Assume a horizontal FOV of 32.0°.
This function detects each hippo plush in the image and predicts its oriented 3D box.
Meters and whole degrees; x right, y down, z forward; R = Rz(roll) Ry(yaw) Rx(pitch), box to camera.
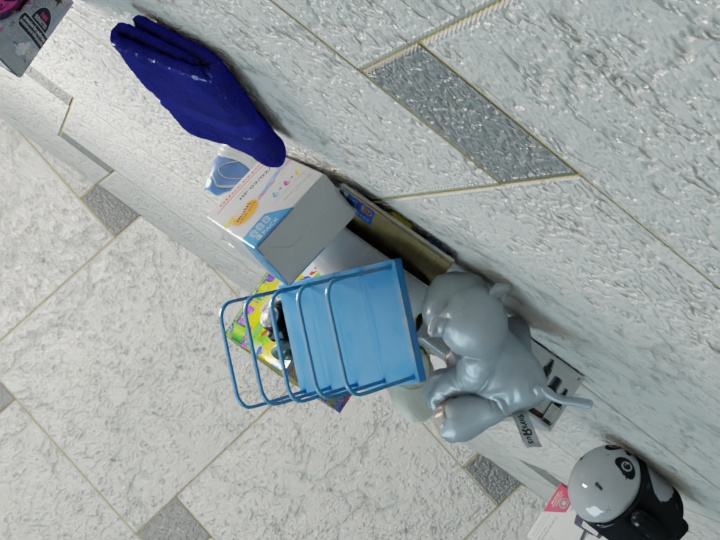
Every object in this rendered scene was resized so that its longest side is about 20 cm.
[{"bbox_3d":[0.119,0.094,1.386,0.161,0.159,0.200,53,-178,-32],"label":"hippo plush"}]

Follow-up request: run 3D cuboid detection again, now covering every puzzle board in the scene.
[{"bbox_3d":[0.038,-0.040,1.462,0.150,0.017,0.200,36,171,3],"label":"puzzle board"}]

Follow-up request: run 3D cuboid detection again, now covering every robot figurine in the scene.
[{"bbox_3d":[0.392,0.338,1.837,0.200,0.126,0.150,39,147,-27],"label":"robot figurine"}]

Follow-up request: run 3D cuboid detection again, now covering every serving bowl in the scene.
[{"bbox_3d":[0.000,0.000,1.569,0.199,0.066,0.200,35,-179,-1],"label":"serving bowl"}]

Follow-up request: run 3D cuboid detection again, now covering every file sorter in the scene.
[{"bbox_3d":[-0.049,0.077,1.423,0.122,0.140,0.199,-11,179,-45],"label":"file sorter"}]

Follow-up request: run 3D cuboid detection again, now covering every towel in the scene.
[{"bbox_3d":[-0.164,-0.189,1.325,0.147,0.050,0.200,23,167,25],"label":"towel"}]

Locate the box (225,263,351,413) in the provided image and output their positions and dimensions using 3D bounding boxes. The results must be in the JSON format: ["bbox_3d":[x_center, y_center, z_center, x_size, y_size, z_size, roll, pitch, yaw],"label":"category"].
[{"bbox_3d":[-0.060,0.065,1.805,0.122,0.201,0.192,39,171,-33],"label":"box"}]

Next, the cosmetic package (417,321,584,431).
[{"bbox_3d":[0.170,0.107,1.544,0.199,0.083,0.051,35,169,-4],"label":"cosmetic package"}]

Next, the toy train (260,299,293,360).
[{"bbox_3d":[-0.040,0.080,1.616,0.200,0.113,0.086,32,-141,-49],"label":"toy train"}]

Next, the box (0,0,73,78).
[{"bbox_3d":[-0.415,-0.317,1.345,0.132,0.115,0.200,31,173,14],"label":"box"}]

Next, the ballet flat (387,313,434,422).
[{"bbox_3d":[0.065,0.104,1.678,0.069,0.201,0.070,-2,145,-1],"label":"ballet flat"}]

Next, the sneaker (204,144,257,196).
[{"bbox_3d":[-0.123,-0.089,1.611,0.200,0.077,0.075,39,169,-36],"label":"sneaker"}]

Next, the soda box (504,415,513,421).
[{"bbox_3d":[0.196,0.157,1.696,0.067,0.064,0.200,-6,164,8],"label":"soda box"}]

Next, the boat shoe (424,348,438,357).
[{"bbox_3d":[0.133,0.094,1.669,0.063,0.074,0.201,20,168,19],"label":"boat shoe"}]

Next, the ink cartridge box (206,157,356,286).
[{"bbox_3d":[-0.102,-0.068,1.460,0.068,0.115,0.200,48,171,-29],"label":"ink cartridge box"}]

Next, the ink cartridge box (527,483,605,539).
[{"bbox_3d":[0.497,0.600,2.836,0.199,0.145,0.084,32,172,15],"label":"ink cartridge box"}]
